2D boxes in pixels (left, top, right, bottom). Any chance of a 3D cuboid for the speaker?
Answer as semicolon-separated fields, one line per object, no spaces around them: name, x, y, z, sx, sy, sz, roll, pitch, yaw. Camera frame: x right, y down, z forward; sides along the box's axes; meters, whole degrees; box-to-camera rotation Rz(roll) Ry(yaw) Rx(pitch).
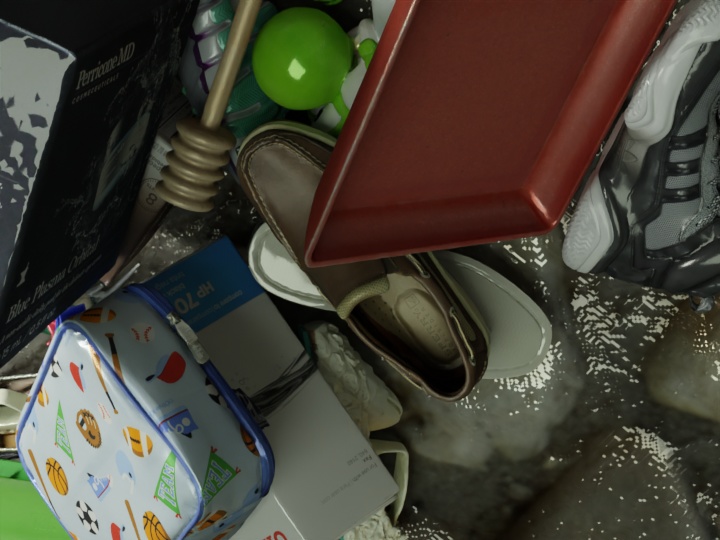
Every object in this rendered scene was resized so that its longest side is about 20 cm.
speaker;-0.231;0.184;1.185;0.200;0.089;0.089;10;123;-12

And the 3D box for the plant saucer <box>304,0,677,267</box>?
plant saucer;0.069;-0.097;0.918;0.037;0.199;0.200;50;132;34

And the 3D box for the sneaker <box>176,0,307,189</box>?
sneaker;-0.096;-0.143;1.015;0.087;0.074;0.200;2;114;41

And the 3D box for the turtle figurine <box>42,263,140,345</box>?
turtle figurine;-0.254;0.000;1.125;0.200;0.101;0.150;-22;104;36

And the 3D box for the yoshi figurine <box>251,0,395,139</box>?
yoshi figurine;0.007;-0.149;0.946;0.112;0.112;0.200;44;125;6

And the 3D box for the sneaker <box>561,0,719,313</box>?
sneaker;0.199;-0.062;0.940;0.114;0.076;0.200;26;129;4

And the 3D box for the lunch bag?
lunch bag;-0.136;0.102;0.999;0.160;0.076;0.200;52;143;13

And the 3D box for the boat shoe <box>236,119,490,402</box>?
boat shoe;0.005;-0.004;0.968;0.202;0.075;0.075;44;111;-12

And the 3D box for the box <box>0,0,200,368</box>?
box;-0.194;-0.073;0.906;0.117;0.197;0.200;23;114;5

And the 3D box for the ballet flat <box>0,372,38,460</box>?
ballet flat;-0.221;0.101;1.173;0.200;0.072;0.072;-9;114;25

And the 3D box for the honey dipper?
honey dipper;-0.070;-0.130;0.944;0.038;0.038;0.200;24;109;6

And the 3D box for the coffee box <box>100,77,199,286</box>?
coffee box;-0.199;-0.103;1.051;0.200;0.080;0.114;38;119;-3

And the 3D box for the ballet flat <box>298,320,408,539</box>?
ballet flat;-0.001;0.115;1.122;0.072;0.072;0.200;4;121;18

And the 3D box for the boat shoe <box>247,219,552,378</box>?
boat shoe;0.024;0.012;1.050;0.200;0.060;0.074;16;99;-3

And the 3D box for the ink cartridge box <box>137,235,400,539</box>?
ink cartridge box;-0.087;0.101;1.072;0.200;0.086;0.146;56;143;5
